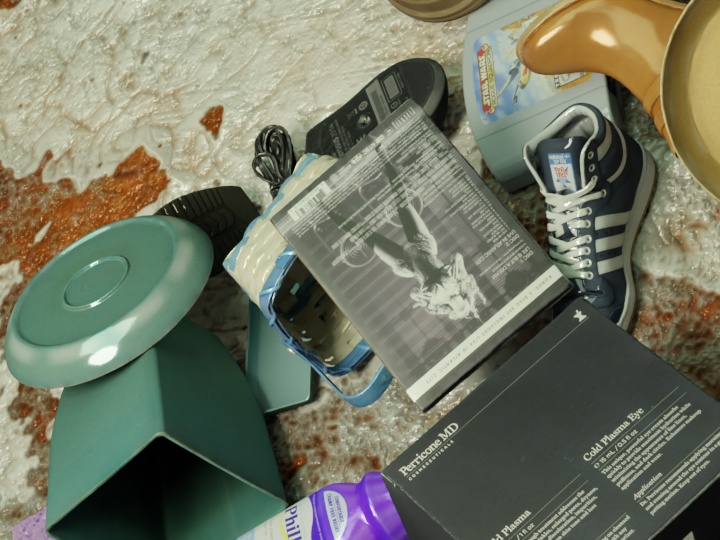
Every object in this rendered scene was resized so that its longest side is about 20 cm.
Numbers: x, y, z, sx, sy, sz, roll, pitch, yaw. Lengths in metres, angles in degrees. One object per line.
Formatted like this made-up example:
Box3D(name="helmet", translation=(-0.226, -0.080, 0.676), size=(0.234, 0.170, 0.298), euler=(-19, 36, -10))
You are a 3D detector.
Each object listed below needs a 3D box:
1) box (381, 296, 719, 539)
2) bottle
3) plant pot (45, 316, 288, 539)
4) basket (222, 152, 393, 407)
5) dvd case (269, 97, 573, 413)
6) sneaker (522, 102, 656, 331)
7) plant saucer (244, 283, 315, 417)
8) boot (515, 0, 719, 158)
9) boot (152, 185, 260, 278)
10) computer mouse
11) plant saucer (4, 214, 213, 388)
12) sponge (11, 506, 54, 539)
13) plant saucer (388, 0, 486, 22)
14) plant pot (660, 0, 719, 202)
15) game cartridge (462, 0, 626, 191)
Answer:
Box3D(name="box", translation=(0.152, 0.153, 1.450), size=(0.200, 0.104, 0.182), euler=(-39, 52, -14))
Box3D(name="bottle", translation=(-0.018, 0.208, 1.621), size=(0.199, 0.065, 0.084), euler=(-32, 46, 18))
Box3D(name="plant pot", translation=(-0.166, 0.128, 1.729), size=(0.141, 0.141, 0.201), euler=(-39, 38, 24))
Box3D(name="basket", translation=(0.000, 0.000, 1.690), size=(0.177, 0.139, 0.200), euler=(-50, 38, -4))
Box3D(name="dvd case", translation=(0.045, -0.013, 1.609), size=(0.148, 0.016, 0.200), euler=(-40, 69, 2))
Box3D(name="sneaker", translation=(0.165, -0.031, 1.606), size=(0.070, 0.108, 0.202), euler=(-4, 60, 36))
Box3D(name="plant saucer", translation=(-0.065, 0.035, 1.806), size=(0.069, 0.019, 0.202), euler=(-18, 54, 28))
Box3D(name="boot", translation=(0.227, -0.150, 1.639), size=(0.198, 0.074, 0.156), euler=(-16, 59, 10))
Box3D(name="boot", translation=(-0.191, 0.003, 1.891), size=(0.199, 0.078, 0.138), euler=(-33, -1, -25))
Box3D(name="computer mouse", translation=(0.001, -0.109, 1.825), size=(0.199, 0.053, 0.139), euler=(-32, 43, 19))
Box3D(name="plant saucer", translation=(-0.215, 0.018, 1.747), size=(0.199, 0.028, 0.201), euler=(-21, 33, 15))
Box3D(name="sponge", translation=(-0.236, 0.275, 1.773), size=(0.111, 0.030, 0.201), euler=(-31, 48, 18))
Box3D(name="plant saucer", translation=(0.063, -0.317, 1.825), size=(0.199, 0.029, 0.202), euler=(1, 91, 45))
Box3D(name="plant pot", translation=(0.320, -0.134, 1.539), size=(0.198, 0.027, 0.202), euler=(4, 103, 19))
Box3D(name="game cartridge", translation=(0.149, -0.168, 1.761), size=(0.132, 0.042, 0.201), euler=(-20, 52, 21))
